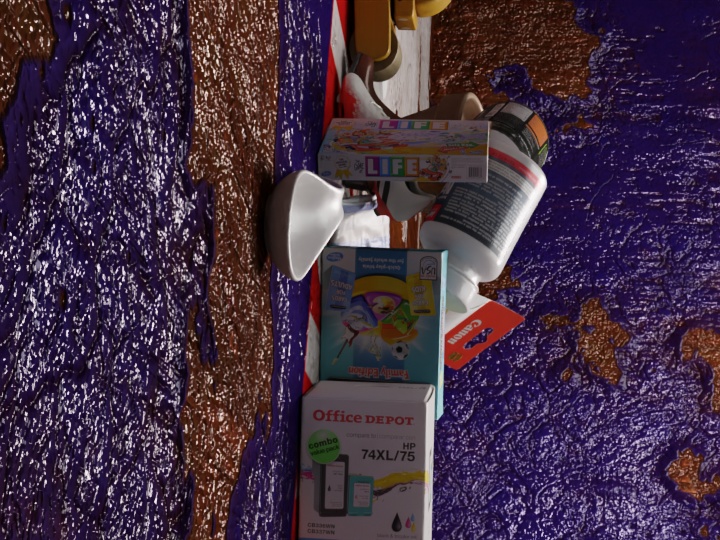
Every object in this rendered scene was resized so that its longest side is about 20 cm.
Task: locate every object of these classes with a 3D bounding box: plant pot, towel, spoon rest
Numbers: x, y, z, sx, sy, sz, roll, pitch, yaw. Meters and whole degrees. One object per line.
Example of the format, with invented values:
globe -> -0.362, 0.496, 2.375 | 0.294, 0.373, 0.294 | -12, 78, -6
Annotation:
plant pot -> 0.097, -0.164, 1.924 | 0.200, 0.172, 0.204 | -4, 90, -69
towel -> 0.000, 0.000, 1.626 | 0.146, 0.023, 0.204 | -12, 105, -61
spoon rest -> -0.050, -0.055, 1.182 | 0.200, 0.060, 0.101 | -72, 163, -72

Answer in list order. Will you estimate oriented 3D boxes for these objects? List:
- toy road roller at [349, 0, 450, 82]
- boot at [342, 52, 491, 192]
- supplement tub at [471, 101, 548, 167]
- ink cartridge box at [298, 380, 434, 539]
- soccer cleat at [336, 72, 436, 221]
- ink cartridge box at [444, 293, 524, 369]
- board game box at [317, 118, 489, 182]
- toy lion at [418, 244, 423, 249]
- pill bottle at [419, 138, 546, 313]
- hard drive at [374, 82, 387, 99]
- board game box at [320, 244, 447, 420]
toy road roller -> 0.061, -0.370, 1.746 | 0.123, 0.143, 0.204 | 10, 82, -84
boot -> 0.076, -0.194, 1.677 | 0.068, 0.196, 0.192 | -30, 123, -76
supplement tub -> 0.200, -0.170, 1.788 | 0.200, 0.121, 0.125 | -44, 137, -63
ink cartridge box -> 0.009, 0.236, 1.435 | 0.146, 0.144, 0.204 | -19, 110, -83
soccer cleat -> 0.034, -0.163, 1.603 | 0.068, 0.084, 0.203 | -18, 89, -63
ink cartridge box -> 0.110, 0.087, 1.756 | 0.160, 0.198, 0.048 | -41, -144, 38
board game box -> 0.055, -0.145, 1.497 | 0.135, 0.196, 0.035 | -76, 166, -65
toy lion -> 0.121, -0.018, 1.793 | 0.200, 0.069, 0.191 | -41, 180, -35
pill bottle -> 0.144, -0.055, 1.594 | 0.202, 0.118, 0.120 | -60, 166, -13
hard drive -> 0.029, -0.395, 1.999 | 0.202, 0.026, 0.133 | 84, 9, -48
board game box -> 0.028, 0.074, 1.526 | 0.047, 0.148, 0.204 | -20, 112, -77
